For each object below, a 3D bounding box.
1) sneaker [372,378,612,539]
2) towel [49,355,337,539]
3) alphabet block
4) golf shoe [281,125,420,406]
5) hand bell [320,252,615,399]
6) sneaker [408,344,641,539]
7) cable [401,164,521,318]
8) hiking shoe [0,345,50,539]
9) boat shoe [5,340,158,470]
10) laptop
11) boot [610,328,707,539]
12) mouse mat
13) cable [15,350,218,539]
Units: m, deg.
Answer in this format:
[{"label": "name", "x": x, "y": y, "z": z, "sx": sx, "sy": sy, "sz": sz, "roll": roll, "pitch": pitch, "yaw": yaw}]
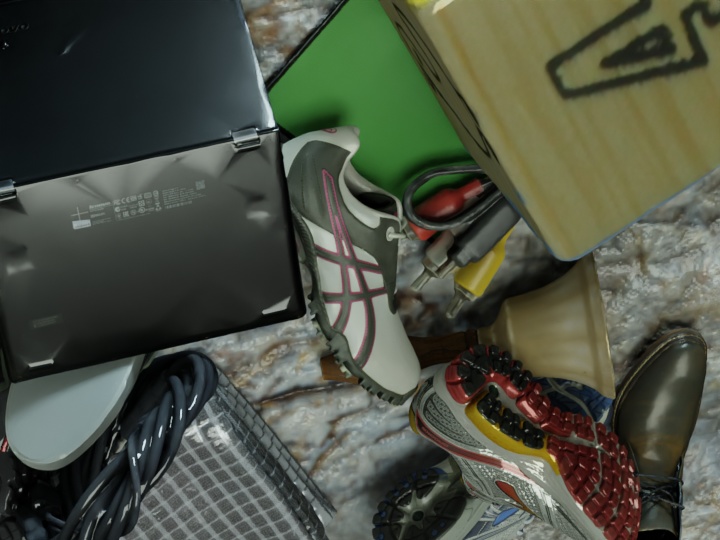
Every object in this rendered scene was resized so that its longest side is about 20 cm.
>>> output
[{"label": "sneaker", "x": 0.101, "y": 0.150, "z": 1.478, "sx": 0.200, "sy": 0.077, "sz": 0.085, "roll": -36, "pitch": 142, "yaw": 1}, {"label": "towel", "x": -0.122, "y": 0.175, "z": 1.412, "sx": 0.165, "sy": 0.086, "sz": 0.200, "roll": -32, "pitch": 123, "yaw": 5}, {"label": "alphabet block", "x": 0.128, "y": -0.163, "z": 1.218, "sx": 0.196, "sy": 0.195, "sz": 0.200, "roll": -34, "pitch": 121, "yaw": -1}, {"label": "golf shoe", "x": 0.000, "y": 0.000, "z": 1.330, "sx": 0.088, "sy": 0.077, "sz": 0.200, "roll": -27, "pitch": 114, "yaw": 10}, {"label": "hand bell", "x": 0.071, "y": 0.054, "z": 1.411, "sx": 0.199, "sy": 0.104, "sz": 0.105, "roll": -10, "pitch": 123, "yaw": 4}, {"label": "sneaker", "x": 0.117, "y": 0.130, "z": 1.391, "sx": 0.200, "sy": 0.078, "sz": 0.082, "roll": 42, "pitch": 134, "yaw": -18}, {"label": "cable", "x": 0.102, "y": -0.064, "z": 1.370, "sx": 0.200, "sy": 0.050, "sz": 0.097, "roll": -43, "pitch": 106, "yaw": -3}, {"label": "hiking shoe", "x": -0.244, "y": 0.075, "z": 1.320, "sx": 0.100, "sy": 0.076, "sz": 0.201, "roll": 15, "pitch": 93, "yaw": 19}, {"label": "boat shoe", "x": -0.155, "y": 0.043, "z": 1.281, "sx": 0.070, "sy": 0.201, "sz": 0.064, "roll": 19, "pitch": 156, "yaw": 17}, {"label": "laptop", "x": -0.146, "y": -0.062, "z": 1.238, "sx": 0.186, "sy": 0.116, "sz": 0.201, "roll": -12, "pitch": 118, "yaw": -8}, {"label": "boot", "x": 0.222, "y": 0.147, "z": 1.487, "sx": 0.074, "sy": 0.097, "sz": 0.201, "roll": 7, "pitch": 118, "yaw": -20}, {"label": "mouse mat", "x": 0.049, "y": -0.113, "z": 1.340, "sx": 0.200, "sy": 0.008, "sz": 0.161, "roll": 36, "pitch": 105, "yaw": -29}, {"label": "cable", "x": -0.142, "y": 0.118, "z": 1.248, "sx": 0.051, "sy": 0.200, "sz": 0.163, "roll": 44, "pitch": 80, "yaw": -11}]
